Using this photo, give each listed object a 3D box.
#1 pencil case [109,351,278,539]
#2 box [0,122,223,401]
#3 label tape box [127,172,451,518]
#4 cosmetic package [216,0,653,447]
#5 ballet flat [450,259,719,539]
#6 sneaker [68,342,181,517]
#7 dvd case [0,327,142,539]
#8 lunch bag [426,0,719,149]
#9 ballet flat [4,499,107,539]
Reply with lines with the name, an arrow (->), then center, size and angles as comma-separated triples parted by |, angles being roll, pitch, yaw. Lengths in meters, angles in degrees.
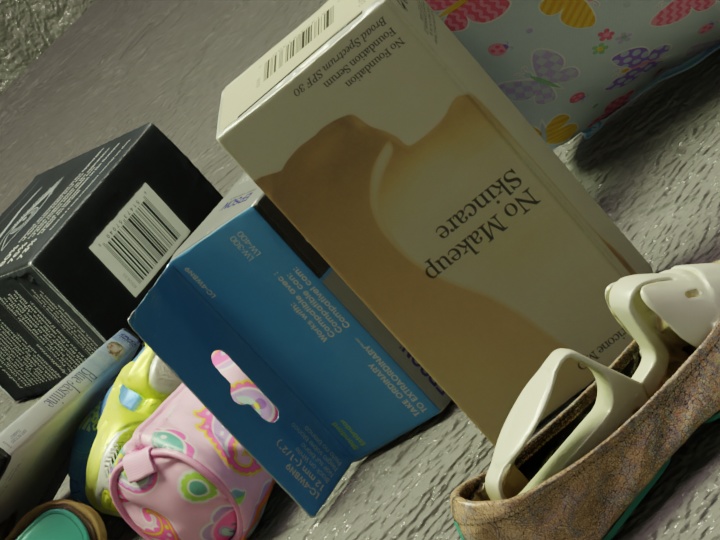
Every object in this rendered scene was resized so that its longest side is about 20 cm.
pencil case -> -0.058, 0.060, 1.361 | 0.087, 0.087, 0.200 | -27, 23, 44
box -> -0.200, -0.003, 1.825 | 0.148, 0.104, 0.200 | -51, 18, -27
label tape box -> 0.000, 0.000, 1.263 | 0.200, 0.143, 0.066 | -52, 18, -29
cosmetic package -> 0.037, -0.029, 1.148 | 0.105, 0.200, 0.071 | -39, 17, 15
ballet flat -> 0.112, 0.044, 1.021 | 0.200, 0.067, 0.068 | -47, 16, -13
sneaker -> -0.113, 0.061, 1.505 | 0.105, 0.076, 0.200 | -20, 28, 55
dvd case -> -0.200, 0.123, 1.498 | 0.143, 0.017, 0.200 | -59, -5, 24
lunch bag -> 0.107, -0.165, 1.333 | 0.169, 0.200, 0.128 | -33, 39, 25
ballet flat -> -0.214, 0.210, 1.424 | 0.200, 0.069, 0.063 | -41, -12, -3
